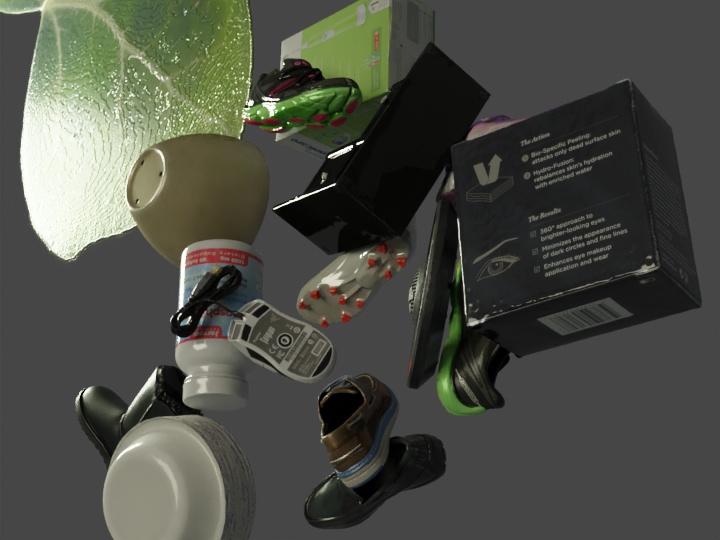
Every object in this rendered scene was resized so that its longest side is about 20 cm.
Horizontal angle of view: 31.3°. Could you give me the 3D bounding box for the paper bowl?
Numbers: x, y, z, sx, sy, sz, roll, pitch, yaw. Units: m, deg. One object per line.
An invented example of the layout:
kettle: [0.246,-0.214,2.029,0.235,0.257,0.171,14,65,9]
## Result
paper bowl: [-0.232,0.278,1.562,0.200,0.104,0.202,-3,85,34]

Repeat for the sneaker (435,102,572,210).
sneaker: [0.160,-0.135,1.374,0.200,0.080,0.089,-29,47,38]

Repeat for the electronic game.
electronic game: [0.072,0.025,1.345,0.200,0.041,0.201,10,-90,-89]

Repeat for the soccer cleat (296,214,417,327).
soccer cleat: [0.000,0.000,1.504,0.200,0.069,0.078,-38,20,39]

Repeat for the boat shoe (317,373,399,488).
boat shoe: [-0.005,0.150,1.373,0.072,0.073,0.200,-33,16,10]

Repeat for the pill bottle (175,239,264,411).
pill bottle: [-0.178,0.070,1.624,0.108,0.109,0.201,-21,60,41]

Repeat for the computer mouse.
computer mouse: [-0.121,0.078,1.549,0.200,0.044,0.110,31,66,10]

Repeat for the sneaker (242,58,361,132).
sneaker: [-0.073,-0.212,1.510,0.200,0.077,0.084,4,80,51]

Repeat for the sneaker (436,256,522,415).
sneaker: [0.134,0.056,1.336,0.083,0.077,0.201,3,71,19]

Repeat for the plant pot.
plant pot: [-0.238,-0.104,1.743,0.200,0.134,0.201,-21,59,40]

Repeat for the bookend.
bookend: [0.020,-0.131,1.447,0.200,0.092,0.199,-57,17,-17]

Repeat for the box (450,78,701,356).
box: [0.204,-0.046,1.233,0.196,0.117,0.201,-18,61,30]

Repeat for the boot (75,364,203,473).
boot: [-0.293,0.185,1.722,0.168,0.076,0.200,-53,50,23]

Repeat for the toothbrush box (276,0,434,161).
toothbrush box: [-0.007,-0.240,1.586,0.199,0.086,0.146,-18,62,41]

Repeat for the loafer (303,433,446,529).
loafer: [0.004,0.226,1.392,0.200,0.070,0.068,-33,52,34]
